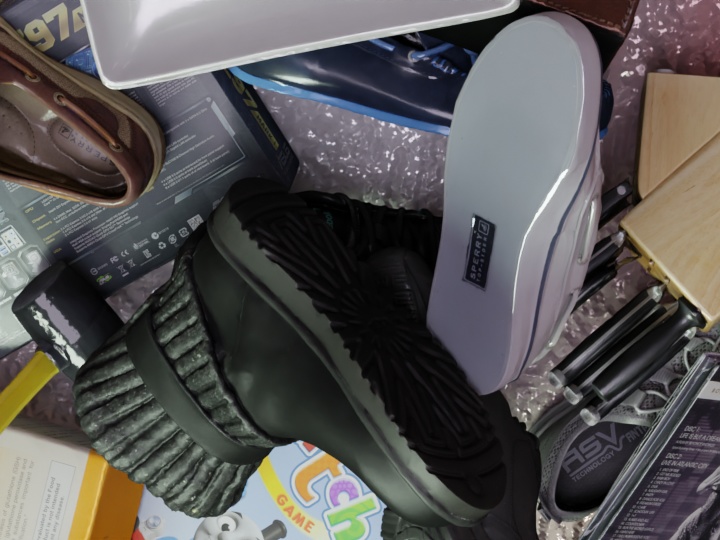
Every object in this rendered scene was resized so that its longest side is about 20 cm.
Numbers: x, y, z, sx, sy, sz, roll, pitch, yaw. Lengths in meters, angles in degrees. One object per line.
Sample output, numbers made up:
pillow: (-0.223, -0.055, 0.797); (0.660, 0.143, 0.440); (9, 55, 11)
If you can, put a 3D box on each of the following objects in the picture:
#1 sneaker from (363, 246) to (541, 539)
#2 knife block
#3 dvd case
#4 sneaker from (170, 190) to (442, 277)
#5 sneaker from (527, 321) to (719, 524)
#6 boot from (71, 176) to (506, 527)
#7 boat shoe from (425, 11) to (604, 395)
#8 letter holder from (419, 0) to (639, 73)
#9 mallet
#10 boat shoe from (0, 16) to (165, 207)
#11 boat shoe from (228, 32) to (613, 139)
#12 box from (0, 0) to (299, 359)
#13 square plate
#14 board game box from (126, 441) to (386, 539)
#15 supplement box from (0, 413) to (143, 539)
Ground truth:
sneaker: (0.043, 0.082, 1.488); (0.076, 0.091, 0.201); (-2, 105, 48)
knife block: (0.182, -0.007, 1.483); (0.199, 0.064, 0.177); (4, 85, 3)
dvd case: (0.171, 0.129, 1.546); (0.016, 0.148, 0.200); (48, 115, 35)
sneaker: (0.000, 0.000, 1.508); (0.199, 0.076, 0.079); (-8, 146, -6)
sneaker: (0.169, 0.070, 1.539); (0.200, 0.082, 0.075); (-42, 102, 17)
boot: (-0.036, 0.077, 1.433); (0.211, 0.079, 0.158); (51, 121, 22)
boat shoe: (0.080, -0.036, 1.398); (0.073, 0.065, 0.201); (37, 128, 28)
letter holder: (0.047, -0.193, 1.413); (0.199, 0.101, 0.143); (20, 77, -1)
mallet: (-0.194, 0.072, 1.478); (0.066, 0.200, 0.041); (55, 146, -10)
boat shoe: (-0.193, -0.084, 1.464); (0.199, 0.072, 0.072); (29, 110, -3)
boat shoe: (0.031, -0.110, 1.485); (0.199, 0.084, 0.069); (11, 108, -1)
box: (-0.156, -0.065, 1.534); (0.199, 0.051, 0.158); (-30, 106, 15)
square plate: (-0.043, -0.194, 1.322); (0.197, 0.028, 0.201); (-10, 108, 10)
board game box: (-0.064, 0.125, 1.571); (0.200, 0.037, 0.152); (-34, 77, 13)
supplement box: (-0.224, 0.130, 1.563); (0.199, 0.074, 0.127); (15, 93, 15)
